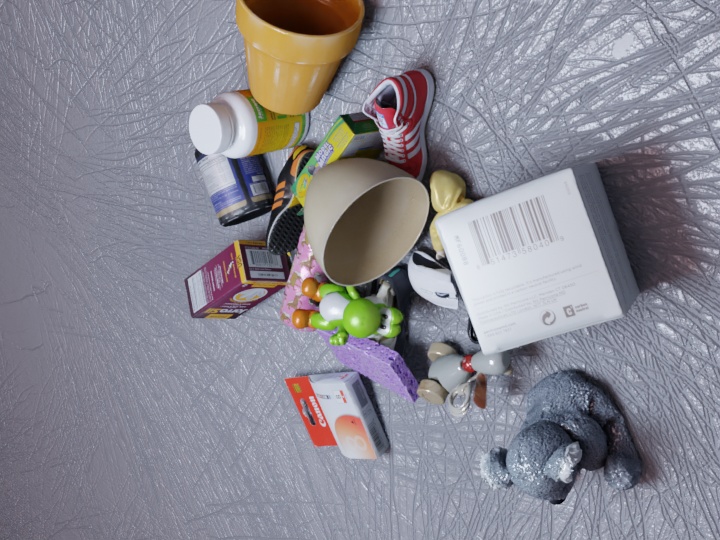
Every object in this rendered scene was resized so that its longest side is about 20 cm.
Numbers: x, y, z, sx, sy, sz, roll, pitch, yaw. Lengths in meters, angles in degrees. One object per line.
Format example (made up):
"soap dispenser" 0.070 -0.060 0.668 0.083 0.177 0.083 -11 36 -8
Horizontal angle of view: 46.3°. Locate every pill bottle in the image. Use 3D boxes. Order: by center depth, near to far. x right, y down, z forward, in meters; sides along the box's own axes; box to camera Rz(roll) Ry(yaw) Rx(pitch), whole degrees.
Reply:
"pill bottle" -0.192 -0.254 1.447 0.110 0.199 0.112 14 113 37
"pill bottle" -0.243 -0.193 1.571 0.111 0.111 0.202 -21 89 43

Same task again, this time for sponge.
"sponge" 0.011 0.152 1.457 0.199 0.030 0.112 22 153 44

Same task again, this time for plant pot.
"plant pot" -0.011 -0.097 1.308 0.135 0.199 0.201 47 130 33
"plant pot" -0.107 -0.362 1.362 0.200 0.199 0.184 44 144 22

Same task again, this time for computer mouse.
"computer mouse" 0.125 0.032 1.320 0.200 0.044 0.110 35 149 54

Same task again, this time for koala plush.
"koala plush" 0.272 0.255 1.203 0.176 0.199 0.185 -13 94 43

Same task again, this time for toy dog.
"toy dog" 0.175 0.170 1.328 0.133 0.096 0.200 -60 22 -6

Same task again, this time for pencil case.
"pencil case" -0.082 0.007 1.488 0.082 0.087 0.202 19 115 5

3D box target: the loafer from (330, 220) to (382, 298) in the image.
"loafer" 0.000 0.000 1.454 0.075 0.070 0.201 27 118 8

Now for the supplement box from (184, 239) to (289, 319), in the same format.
"supplement box" -0.239 0.021 1.625 0.199 0.110 0.086 -31 65 42

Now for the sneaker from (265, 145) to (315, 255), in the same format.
"sneaker" -0.122 -0.127 1.504 0.090 0.069 0.202 45 117 56

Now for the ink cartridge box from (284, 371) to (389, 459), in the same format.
"ink cartridge box" -0.058 0.273 1.579 0.199 0.050 0.163 -12 107 39

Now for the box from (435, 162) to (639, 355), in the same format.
"box" 0.242 -0.018 1.134 0.198 0.171 0.202 -20 91 26

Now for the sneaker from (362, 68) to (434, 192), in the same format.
"sneaker" 0.054 -0.208 1.306 0.071 0.112 0.202 20 116 33

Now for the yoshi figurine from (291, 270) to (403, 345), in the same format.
"yoshi figurine" -0.028 0.065 1.357 0.199 0.112 0.113 10 128 39

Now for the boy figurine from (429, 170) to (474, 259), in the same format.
"boy figurine" 0.156 -0.058 1.298 0.124 0.064 0.201 -32 81 42

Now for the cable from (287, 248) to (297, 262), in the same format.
"cable" -0.090 0.003 1.563 0.096 0.050 0.202 -6 112 25

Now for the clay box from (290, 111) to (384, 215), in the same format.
"clay box" -0.035 -0.176 1.393 0.048 0.114 0.200 54 130 16

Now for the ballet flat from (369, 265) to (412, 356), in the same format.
"ballet flat" 0.042 0.088 1.440 0.073 0.073 0.202 25 119 33
